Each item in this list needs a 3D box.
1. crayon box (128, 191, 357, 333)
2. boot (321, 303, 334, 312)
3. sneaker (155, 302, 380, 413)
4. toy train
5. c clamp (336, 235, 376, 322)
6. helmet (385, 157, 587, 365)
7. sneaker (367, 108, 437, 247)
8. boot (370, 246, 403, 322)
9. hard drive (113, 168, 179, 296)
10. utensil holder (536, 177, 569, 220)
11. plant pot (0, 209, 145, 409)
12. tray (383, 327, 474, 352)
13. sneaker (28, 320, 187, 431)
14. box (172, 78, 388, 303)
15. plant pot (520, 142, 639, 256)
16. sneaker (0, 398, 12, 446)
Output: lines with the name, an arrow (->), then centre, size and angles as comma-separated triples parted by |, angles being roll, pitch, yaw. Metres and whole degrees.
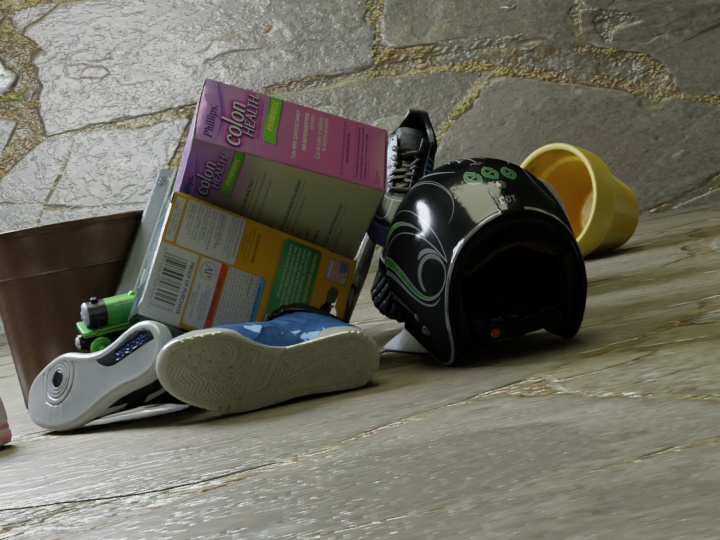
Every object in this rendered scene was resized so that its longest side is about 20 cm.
crayon box -> -0.114, 0.020, 1.173 | 0.198, 0.127, 0.051 | 21, -19, -17
boot -> -0.099, -0.026, 1.435 | 0.073, 0.199, 0.163 | -34, -13, -27
sneaker -> -0.089, 0.077, 1.091 | 0.197, 0.078, 0.111 | -6, 8, -13
toy train -> -0.189, 0.038, 1.193 | 0.198, 0.057, 0.042 | -13, 26, -25
c clamp -> 0.000, 0.000, 1.421 | 0.027, 0.173, 0.201 | 16, 33, 4
helmet -> 0.113, -0.008, 1.151 | 0.197, 0.203, 0.191 | -11, 20, -14
sneaker -> 0.046, -0.105, 1.315 | 0.069, 0.079, 0.201 | 7, 36, 4
boot -> 0.091, 0.013, 1.363 | 0.079, 0.160, 0.211 | -15, 39, -29
hard drive -> -0.222, 0.006, 1.350 | 0.032, 0.141, 0.202 | -1, 48, 13
utensil holder -> 0.160, -0.036, 1.601 | 0.169, 0.173, 0.198 | -13, 7, -43
plant pot -> -0.325, 0.046, 1.358 | 0.197, 0.201, 0.200 | -9, 3, 0
tray -> 0.131, 0.057, 1.296 | 0.197, 0.023, 0.107 | -11, 2, -23
sneaker -> -0.217, 0.113, 1.138 | 0.198, 0.074, 0.111 | -23, -27, 33
box -> -0.092, -0.078, 1.237 | 0.197, 0.098, 0.177 | 13, -44, -12
plant pot -> 0.396, -0.112, 2.140 | 0.187, 0.204, 0.199 | 9, -11, -42
sneaker -> -0.425, 0.126, 1.109 | 0.197, 0.106, 0.075 | -11, 5, 11
